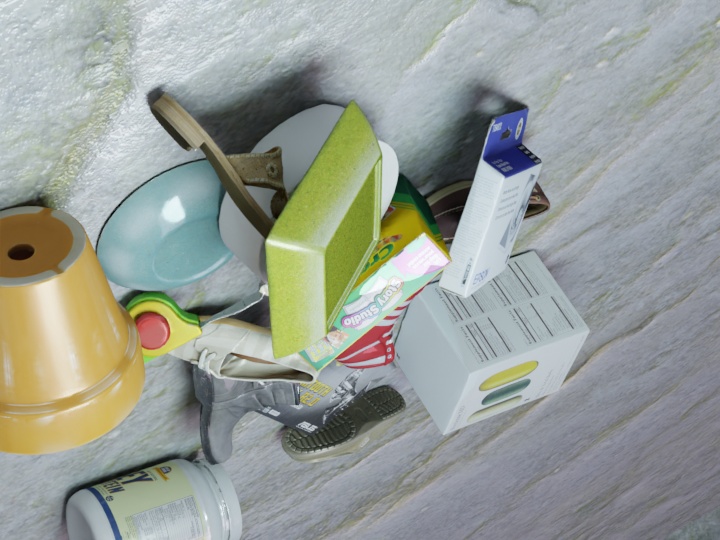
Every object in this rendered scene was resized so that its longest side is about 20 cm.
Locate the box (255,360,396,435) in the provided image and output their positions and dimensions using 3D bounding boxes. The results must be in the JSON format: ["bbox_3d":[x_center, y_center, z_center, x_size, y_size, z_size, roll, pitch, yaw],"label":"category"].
[{"bbox_3d":[-0.061,0.137,1.995,0.158,0.048,0.200,-38,151,10],"label":"box"}]

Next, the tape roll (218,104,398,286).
[{"bbox_3d":[-0.054,-0.076,1.619,0.202,0.071,0.203,-36,151,-24],"label":"tape roll"}]

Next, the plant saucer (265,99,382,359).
[{"bbox_3d":[-0.027,-0.032,1.501,0.200,0.048,0.200,91,23,-53],"label":"plant saucer"}]

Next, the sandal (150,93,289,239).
[{"bbox_3d":[-0.109,-0.105,1.475,0.070,0.078,0.212,-45,108,-10],"label":"sandal"}]

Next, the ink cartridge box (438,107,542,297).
[{"bbox_3d":[0.161,-0.082,1.739,0.200,0.040,0.201,-29,137,-68],"label":"ink cartridge box"}]

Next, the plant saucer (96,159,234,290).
[{"bbox_3d":[-0.185,-0.035,1.623,0.200,0.039,0.201,-25,151,-15],"label":"plant saucer"}]

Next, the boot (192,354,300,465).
[{"bbox_3d":[-0.136,0.167,1.870,0.131,0.070,0.201,-4,135,-2],"label":"boot"}]

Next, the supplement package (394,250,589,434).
[{"bbox_3d":[0.176,0.098,2.067,0.199,0.151,0.152,-17,148,-26],"label":"supplement package"}]

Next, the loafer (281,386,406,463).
[{"bbox_3d":[-0.023,0.232,2.148,0.199,0.076,0.069,-18,142,-27],"label":"loafer"}]

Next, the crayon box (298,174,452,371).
[{"bbox_3d":[0.000,0.000,1.728,0.200,0.173,0.058,-40,112,11],"label":"crayon box"}]

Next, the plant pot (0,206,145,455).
[{"bbox_3d":[-0.320,0.046,1.480,0.199,0.200,0.184,-20,132,-22],"label":"plant pot"}]

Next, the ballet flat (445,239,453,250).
[{"bbox_3d":[0.043,-0.007,1.896,0.199,0.046,0.068,-20,140,-33],"label":"ballet flat"}]

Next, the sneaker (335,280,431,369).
[{"bbox_3d":[0.036,0.044,1.835,0.200,0.071,0.112,-37,144,7],"label":"sneaker"}]

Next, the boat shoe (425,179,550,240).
[{"bbox_3d":[0.147,-0.067,1.871,0.199,0.072,0.072,-18,147,-26],"label":"boat shoe"}]

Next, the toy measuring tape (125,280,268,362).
[{"bbox_3d":[-0.200,0.041,1.685,0.199,0.074,0.074,-28,151,1],"label":"toy measuring tape"}]

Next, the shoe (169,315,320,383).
[{"bbox_3d":[-0.141,0.096,1.764,0.199,0.054,0.070,6,144,-2],"label":"shoe"}]

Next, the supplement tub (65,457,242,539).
[{"bbox_3d":[-0.271,0.333,1.981,0.199,0.145,0.145,-16,147,-29],"label":"supplement tub"}]
